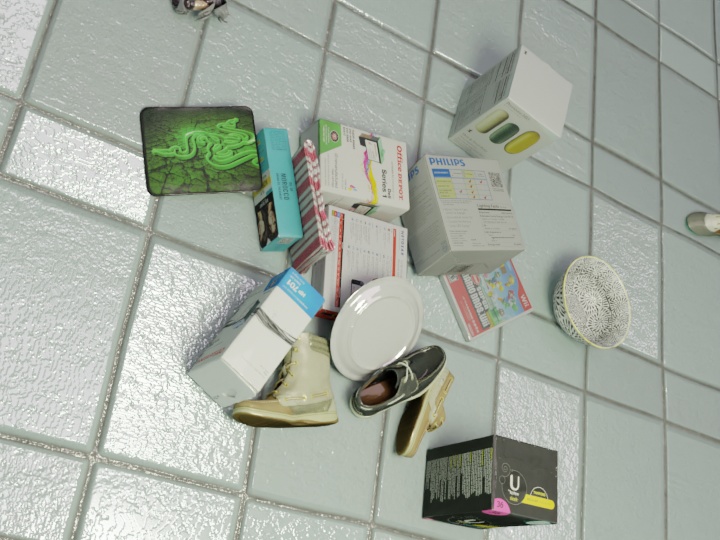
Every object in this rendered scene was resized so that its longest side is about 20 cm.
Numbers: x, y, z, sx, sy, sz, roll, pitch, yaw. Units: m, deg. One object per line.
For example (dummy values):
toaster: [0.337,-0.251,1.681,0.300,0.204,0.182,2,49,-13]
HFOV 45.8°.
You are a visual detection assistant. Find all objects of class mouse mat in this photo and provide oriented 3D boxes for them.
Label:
mouse mat: [-0.272,-0.207,1.458,0.197,0.008,0.163,-4,75,-20]

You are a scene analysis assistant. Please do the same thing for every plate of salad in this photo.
plate of salad: [0.027,0.101,1.503,0.198,0.048,0.203,-17,121,-30]

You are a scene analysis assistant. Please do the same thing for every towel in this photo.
towel: [-0.096,-0.106,1.482,0.030,0.146,0.203,-3,74,-26]

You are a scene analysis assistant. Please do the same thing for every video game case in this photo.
video game case: [0.260,0.048,1.745,0.198,0.017,0.145,-20,85,-37]

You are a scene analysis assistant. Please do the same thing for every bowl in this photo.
bowl: [0.477,0.079,1.830,0.199,0.094,0.203,12,67,-30]

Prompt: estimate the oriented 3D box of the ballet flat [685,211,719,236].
ballet flat: [0.934,-0.122,2.221,0.198,0.064,0.068,8,69,-31]

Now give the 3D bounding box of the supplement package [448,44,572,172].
supplement package: [0.316,-0.335,1.801,0.151,0.199,0.152,31,59,-20]

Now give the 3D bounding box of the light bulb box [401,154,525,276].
light bulb box: [0.193,-0.107,1.677,0.196,0.125,0.202,-1,68,-33]

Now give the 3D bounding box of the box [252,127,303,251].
box: [-0.152,-0.141,1.498,0.049,0.082,0.203,-1,74,-31]

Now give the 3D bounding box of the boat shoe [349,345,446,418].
boat shoe: [0.073,0.192,1.501,0.198,0.068,0.072,-29,69,-18]

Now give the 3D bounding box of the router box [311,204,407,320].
router box: [0.000,0.000,1.569,0.178,0.049,0.203,16,66,-29]

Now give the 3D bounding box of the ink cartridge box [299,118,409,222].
ink cartridge box: [-0.010,-0.184,1.605,0.198,0.084,0.147,10,68,-31]

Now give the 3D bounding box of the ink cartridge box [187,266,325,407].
ink cartridge box: [-0.166,0.107,1.361,0.086,0.146,0.201,46,55,-13]

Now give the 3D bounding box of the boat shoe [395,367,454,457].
boat shoe: [0.124,0.255,1.547,0.066,0.074,0.201,33,58,-13]

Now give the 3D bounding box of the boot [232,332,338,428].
boot: [-0.125,0.179,1.410,0.198,0.072,0.157,9,70,-38]

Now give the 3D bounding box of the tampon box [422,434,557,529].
tampon box: [0.226,0.376,1.494,0.148,0.199,0.128,18,64,-26]

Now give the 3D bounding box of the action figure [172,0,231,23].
action figure: [-0.306,-0.531,1.545,0.200,0.069,0.131,48,47,-15]
